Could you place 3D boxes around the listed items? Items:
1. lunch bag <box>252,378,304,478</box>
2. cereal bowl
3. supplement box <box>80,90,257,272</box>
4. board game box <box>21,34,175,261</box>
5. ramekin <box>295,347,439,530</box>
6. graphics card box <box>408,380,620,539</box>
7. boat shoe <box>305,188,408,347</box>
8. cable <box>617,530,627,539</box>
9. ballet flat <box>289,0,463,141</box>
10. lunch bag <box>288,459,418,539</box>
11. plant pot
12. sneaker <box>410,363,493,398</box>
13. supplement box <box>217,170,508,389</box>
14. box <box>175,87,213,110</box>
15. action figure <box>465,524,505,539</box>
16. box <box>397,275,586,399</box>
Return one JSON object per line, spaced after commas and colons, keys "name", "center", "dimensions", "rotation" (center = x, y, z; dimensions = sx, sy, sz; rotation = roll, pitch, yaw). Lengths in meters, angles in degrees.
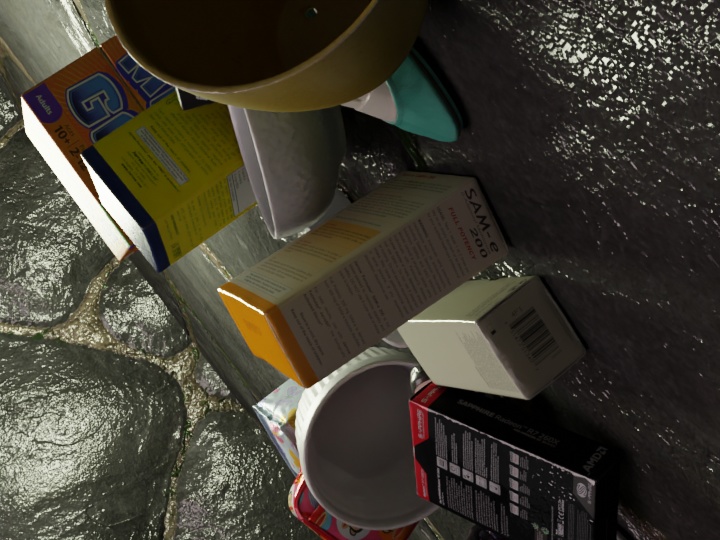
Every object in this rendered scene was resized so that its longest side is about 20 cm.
{"name": "lunch bag", "center": [-0.023, 0.222, 1.464], "dimensions": [0.200, 0.169, 0.127], "rotation": [59, 162, -23]}
{"name": "cereal bowl", "center": [-0.065, -0.133, 0.937], "dimensions": [0.200, 0.083, 0.201], "rotation": [164, 90, -81]}
{"name": "supplement box", "center": [-0.161, -0.112, 1.090], "dimensions": [0.110, 0.200, 0.109], "rotation": [49, 163, 17]}
{"name": "board game box", "center": [-0.254, -0.155, 1.268], "dimensions": [0.200, 0.200, 0.200], "rotation": [55, 164, -6]}
{"name": "ramekin", "center": [0.019, 0.182, 1.228], "dimensions": [0.200, 0.200, 0.105], "rotation": [59, 173, -19]}
{"name": "graphics card box", "center": [0.140, 0.189, 0.998], "dimensions": [0.200, 0.051, 0.126], "rotation": [20, 129, 36]}
{"name": "boat shoe", "center": [0.000, 0.000, 1.112], "dimensions": [0.200, 0.072, 0.066], "rotation": [49, 168, 17]}
{"name": "cable", "center": [0.240, 0.321, 1.111], "dimensions": [0.200, 0.069, 0.200], "rotation": [25, 147, 58]}
{"name": "ballet flat", "center": [-0.008, -0.162, 0.785], "dimensions": [0.200, 0.070, 0.067], "rotation": [54, 164, -4]}
{"name": "lunch bag", "center": [0.006, 0.250, 1.351], "dimensions": [0.176, 0.200, 0.082], "rotation": [35, 165, -2]}
{"name": "plant pot", "center": [-0.036, -0.179, 0.667], "dimensions": [0.200, 0.200, 0.142], "rotation": [46, -173, 25]}
{"name": "sneaker", "center": [0.113, 0.171, 1.104], "dimensions": [0.200, 0.074, 0.080], "rotation": [55, -156, -29]}
{"name": "supplement box", "center": [0.001, 0.001, 0.867], "dimensions": [0.074, 0.200, 0.126], "rotation": [62, 163, -19]}
{"name": "box", "center": [-0.168, -0.265, 0.932], "dimensions": [0.160, 0.044, 0.200], "rotation": [86, 166, -59]}
{"name": "action figure", "center": [0.191, 0.405, 1.374], "dimensions": [0.200, 0.105, 0.194], "rotation": [42, 171, 40]}
{"name": "box", "center": [0.104, 0.056, 0.931], "dimensions": [0.082, 0.068, 0.200], "rotation": [56, 165, -10]}
